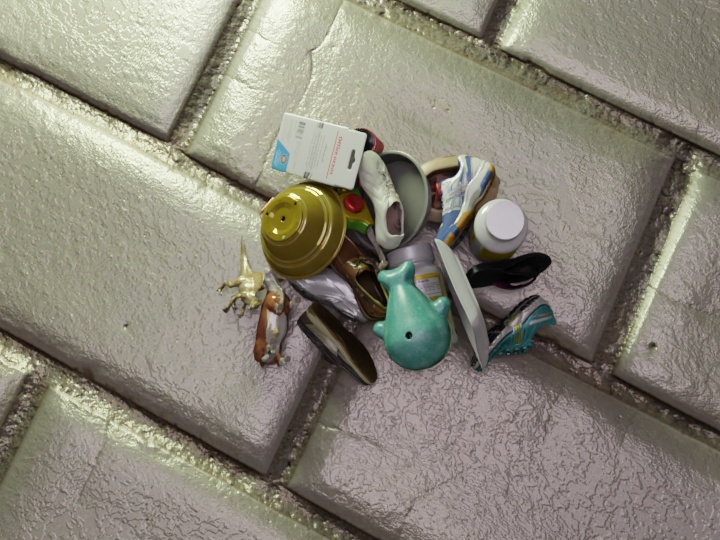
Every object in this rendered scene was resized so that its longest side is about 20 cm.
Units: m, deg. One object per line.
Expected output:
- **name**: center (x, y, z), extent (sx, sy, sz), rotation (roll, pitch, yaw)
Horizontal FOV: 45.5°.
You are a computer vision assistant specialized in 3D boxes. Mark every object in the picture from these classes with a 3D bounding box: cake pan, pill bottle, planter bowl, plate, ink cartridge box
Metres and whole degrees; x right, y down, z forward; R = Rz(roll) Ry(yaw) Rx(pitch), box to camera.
- **cake pan**: center (0.062, -0.137, 1.717), extent (0.198, 0.036, 0.204), rotation (-5, 81, 38)
- **pill bottle**: center (0.268, -0.077, 1.664), extent (0.103, 0.200, 0.106), rotation (0, 82, 2)
- **planter bowl**: center (-0.132, -0.091, 1.672), extent (0.198, 0.083, 0.204), rotation (-9, 72, 27)
- **pill bottle**: center (0.118, 0.056, 1.695), extent (0.113, 0.114, 0.203), rotation (-12, 81, 0)
- **plate**: center (0.198, 0.061, 1.620), extent (0.032, 0.200, 0.202), rotation (-22, 58, 3)
- **ink cartridge box**: center (-0.069, -0.232, 1.699), extent (0.198, 0.066, 0.118), rotation (19, 97, 27)

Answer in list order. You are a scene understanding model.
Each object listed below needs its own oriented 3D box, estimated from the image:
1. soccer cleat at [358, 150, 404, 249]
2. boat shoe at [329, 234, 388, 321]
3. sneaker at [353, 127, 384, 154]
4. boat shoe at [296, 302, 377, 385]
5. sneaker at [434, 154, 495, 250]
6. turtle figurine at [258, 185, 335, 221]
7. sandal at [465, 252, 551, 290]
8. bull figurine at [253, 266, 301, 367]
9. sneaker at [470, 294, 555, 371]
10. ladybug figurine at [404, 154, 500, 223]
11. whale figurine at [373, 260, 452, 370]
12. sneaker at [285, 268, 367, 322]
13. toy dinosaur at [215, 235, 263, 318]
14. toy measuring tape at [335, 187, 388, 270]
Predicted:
- **soccer cleat**: center (0.047, -0.142, 1.657), extent (0.068, 0.077, 0.203), rotation (-8, 78, -28)
- **boat shoe**: center (0.000, 0.000, 1.680), extent (0.072, 0.068, 0.201), rotation (-32, 84, -26)
- **sneaker**: center (-0.042, -0.254, 1.773), extent (0.198, 0.086, 0.075), rotation (7, 91, 27)
- **boat shoe**: center (-0.047, 0.154, 1.715), extent (0.065, 0.073, 0.201), rotation (-38, 93, 28)
- **sneaker**: center (0.185, -0.131, 1.677), extent (0.087, 0.075, 0.202), rotation (27, 79, 16)
- **turtle figurine**: center (-0.099, -0.113, 1.753), extent (0.198, 0.064, 0.163), rotation (-29, 82, -2)
- **sandal**: center (0.296, 0.013, 1.690), extent (0.198, 0.076, 0.048), rotation (-11, 53, -24)
- **bull figurine**: center (-0.170, 0.095, 1.710), extent (0.064, 0.121, 0.203), rotation (6, 89, -24)
- **sneaker**: center (0.303, 0.136, 1.699), extent (0.199, 0.078, 0.080), rotation (-40, 94, -2)
- **ladybug figurine**: center (0.186, -0.162, 1.745), extent (0.197, 0.072, 0.138), rotation (-7, 82, 2)
- **whale figurine**: center (0.090, 0.085, 1.585), extent (0.157, 0.104, 0.203), rotation (-20, 82, 16)
- **sneaker**: center (-0.060, 0.024, 1.735), extent (0.198, 0.078, 0.100), rotation (27, 75, -2)
- **toy dinosaur**: center (-0.237, 0.030, 1.736), extent (0.101, 0.058, 0.201), rotation (-35, 44, 15)
- **toy measuring tape**: center (-0.010, -0.086, 1.695), extent (0.073, 0.074, 0.202), rotation (-21, 67, -1)
